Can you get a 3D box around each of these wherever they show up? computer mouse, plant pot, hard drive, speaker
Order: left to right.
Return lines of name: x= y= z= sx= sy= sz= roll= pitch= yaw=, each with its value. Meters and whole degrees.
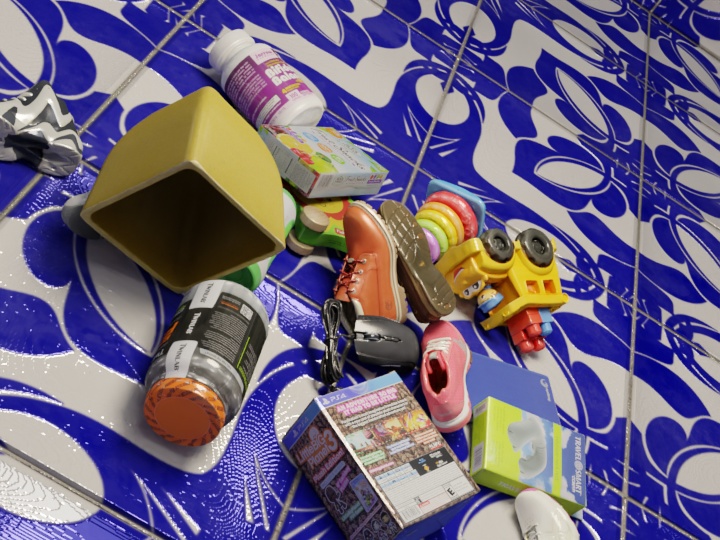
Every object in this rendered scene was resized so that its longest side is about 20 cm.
plant pot: x=-0.222 y=-0.126 z=1.486 sx=0.195 sy=0.194 sz=0.201 roll=44 pitch=37 yaw=-40
speaker: x=-0.156 y=-0.045 z=1.620 sx=0.088 sy=0.089 sz=0.200 roll=32 pitch=36 yaw=-7
computer mouse: x=0.024 y=0.126 z=1.592 sx=0.200 sy=0.046 sz=0.141 roll=24 pitch=60 yaw=-40
hard drive: x=0.215 y=0.192 z=1.719 sx=0.199 sy=0.025 sz=0.132 roll=19 pitch=40 yaw=-23

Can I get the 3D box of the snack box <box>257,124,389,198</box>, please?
snack box: x=-0.065 y=-0.179 z=1.814 sx=0.142 sy=0.053 sz=0.200 roll=42 pitch=25 yaw=24

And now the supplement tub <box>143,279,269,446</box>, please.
supplement tub: x=-0.192 y=0.114 z=1.384 sx=0.122 sy=0.123 sz=0.200 roll=30 pitch=36 yaw=-10

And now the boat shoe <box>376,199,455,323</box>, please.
boat shoe: x=0.070 y=-0.010 z=1.702 sx=0.072 sy=0.068 sz=0.201 roll=-16 pitch=76 yaw=-45

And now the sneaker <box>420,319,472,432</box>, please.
sneaker: x=0.122 y=0.135 z=1.633 sx=0.201 sy=0.073 sz=0.087 roll=-94 pitch=163 yaw=-46

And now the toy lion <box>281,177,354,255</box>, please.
toy lion: x=-0.049 y=-0.091 z=1.788 sx=0.199 sy=0.069 sz=0.192 roll=20 pitch=32 yaw=-22

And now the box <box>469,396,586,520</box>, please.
box: x=0.255 y=0.276 z=1.626 sx=0.199 sy=0.048 sz=0.122 roll=23 pitch=51 yaw=-19

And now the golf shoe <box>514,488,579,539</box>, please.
golf shoe: x=0.255 y=0.385 z=1.503 sx=0.091 sy=0.075 sz=0.200 roll=-2 pitch=50 yaw=-37

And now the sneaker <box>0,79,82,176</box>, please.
sneaker: x=-0.481 y=-0.219 z=1.547 sx=0.198 sy=0.080 sz=0.130 roll=15 pitch=40 yaw=-27

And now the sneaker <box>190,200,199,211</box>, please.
sneaker: x=-0.203 y=-0.132 z=1.677 sx=0.074 sy=0.084 sz=0.200 roll=41 pitch=37 yaw=4

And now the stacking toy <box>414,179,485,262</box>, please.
stacking toy: x=0.113 y=-0.052 z=1.851 sx=0.116 sy=0.110 sz=0.200 roll=26 pitch=44 yaw=22

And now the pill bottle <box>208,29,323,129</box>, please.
pill bottle: x=-0.164 y=-0.310 z=1.880 sx=0.200 sy=0.112 sz=0.112 roll=48 pitch=37 yaw=14

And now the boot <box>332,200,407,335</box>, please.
boot: x=0.000 y=0.000 z=1.655 sx=0.107 sy=0.075 sz=0.201 roll=-20 pitch=99 yaw=-38

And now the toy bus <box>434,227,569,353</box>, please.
toy bus: x=0.242 y=0.041 z=1.838 sx=0.199 sy=0.136 sz=0.193 roll=1 pitch=65 yaw=-36

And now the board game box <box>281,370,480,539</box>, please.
board game box: x=0.026 y=0.251 z=1.437 sx=0.159 sy=0.097 sz=0.200 roll=-12 pitch=58 yaw=-46

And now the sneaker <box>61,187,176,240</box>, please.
sneaker: x=-0.344 y=-0.096 z=1.543 sx=0.080 sy=0.071 sz=0.200 roll=44 pitch=29 yaw=18
